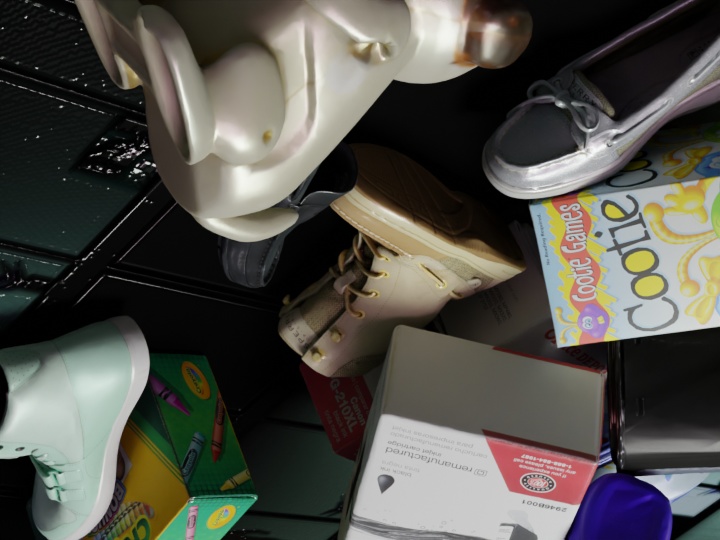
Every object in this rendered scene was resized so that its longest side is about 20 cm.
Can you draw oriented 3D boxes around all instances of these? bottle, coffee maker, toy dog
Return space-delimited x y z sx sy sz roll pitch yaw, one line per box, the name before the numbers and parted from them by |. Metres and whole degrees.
bottle | 0.161 0.216 1.179 0.065 0.084 0.200 23 147 5
coffee maker | 0.265 0.067 1.122 0.200 0.135 0.192 -2 139 6
toy dog | -0.014 -0.115 0.818 0.200 0.140 0.194 -28 120 -14

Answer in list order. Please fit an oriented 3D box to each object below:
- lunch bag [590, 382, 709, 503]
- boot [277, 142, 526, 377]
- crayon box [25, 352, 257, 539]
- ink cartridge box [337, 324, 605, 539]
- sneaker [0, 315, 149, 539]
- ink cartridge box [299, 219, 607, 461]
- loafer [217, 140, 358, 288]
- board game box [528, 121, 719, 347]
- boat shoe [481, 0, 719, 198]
lunch bag | 0.181 0.131 1.316 0.161 0.200 0.083 -25 105 0
boot | 0.000 0.000 1.094 0.155 0.073 0.200 -36 151 21
crayon box | -0.159 0.164 1.186 0.058 0.119 0.200 4 139 -39
ink cartridge box | 0.069 0.145 1.141 0.144 0.084 0.200 13 136 -1
sneaker | -0.221 0.113 1.106 0.118 0.074 0.201 -10 138 -35
ink cartridge box | 0.081 0.067 1.237 0.200 0.084 0.145 -34 148 17
loafer | -0.038 -0.056 0.966 0.070 0.068 0.201 19 138 0
board game box | 0.217 -0.029 1.067 0.200 0.103 0.105 -8 112 14
boat shoe | 0.162 -0.115 1.028 0.202 0.074 0.065 -27 144 -2
